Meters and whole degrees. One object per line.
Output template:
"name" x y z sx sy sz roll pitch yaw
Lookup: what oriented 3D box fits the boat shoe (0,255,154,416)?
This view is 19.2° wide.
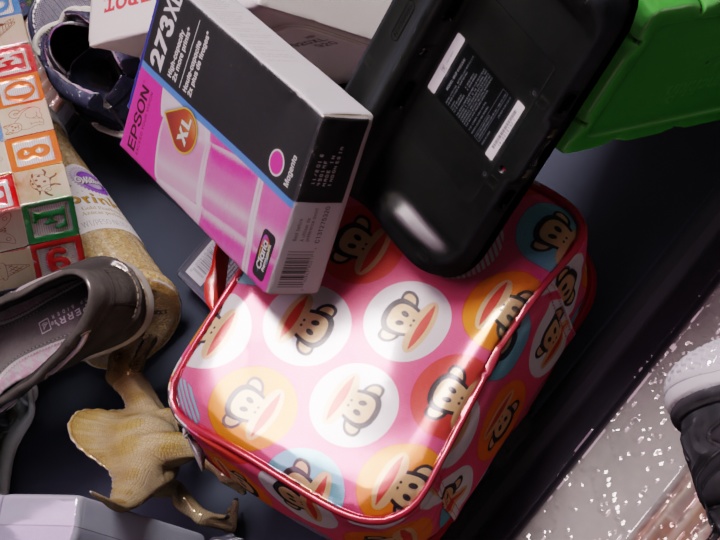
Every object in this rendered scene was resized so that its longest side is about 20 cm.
"boat shoe" -0.205 0.048 1.148 0.200 0.057 0.067 -29 75 19

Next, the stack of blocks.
"stack of blocks" -0.232 -0.072 1.212 0.115 0.059 0.200 -13 44 -9

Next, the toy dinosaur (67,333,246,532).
"toy dinosaur" -0.104 0.100 1.100 0.200 0.101 0.058 -97 29 -67

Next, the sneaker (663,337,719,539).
"sneaker" 0.227 0.071 0.916 0.200 0.075 0.114 -21 55 31

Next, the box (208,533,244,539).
"box" -0.118 0.235 0.934 0.124 0.197 0.200 -21 81 26

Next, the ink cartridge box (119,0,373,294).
"ink cartridge box" -0.069 -0.078 1.041 0.200 0.037 0.095 45 125 45

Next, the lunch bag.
"lunch bag" 0.001 0.025 1.041 0.176 0.082 0.200 28 73 23

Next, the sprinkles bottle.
"sprinkles bottle" -0.175 -0.026 1.253 0.068 0.068 0.200 -44 49 6

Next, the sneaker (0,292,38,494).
"sneaker" -0.218 0.061 1.224 0.071 0.073 0.200 4 87 21

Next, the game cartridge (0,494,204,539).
"game cartridge" -0.188 0.148 1.110 0.200 0.133 0.041 -9 64 36

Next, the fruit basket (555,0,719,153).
"fruit basket" 0.118 -0.174 1.020 0.156 0.215 0.216 -59 37 40

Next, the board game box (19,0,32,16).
"board game box" -0.257 -0.248 1.458 0.151 0.037 0.200 -33 50 16

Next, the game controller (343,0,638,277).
"game controller" 0.050 -0.088 0.949 0.104 0.042 0.200 45 133 16

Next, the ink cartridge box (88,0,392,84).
"ink cartridge box" -0.046 -0.212 1.173 0.147 0.145 0.200 -4 78 46

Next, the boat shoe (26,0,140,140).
"boat shoe" -0.166 -0.139 1.294 0.075 0.093 0.200 -50 48 1

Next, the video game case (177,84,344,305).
"video game case" 0.000 0.000 1.148 0.143 0.019 0.200 -49 50 1
